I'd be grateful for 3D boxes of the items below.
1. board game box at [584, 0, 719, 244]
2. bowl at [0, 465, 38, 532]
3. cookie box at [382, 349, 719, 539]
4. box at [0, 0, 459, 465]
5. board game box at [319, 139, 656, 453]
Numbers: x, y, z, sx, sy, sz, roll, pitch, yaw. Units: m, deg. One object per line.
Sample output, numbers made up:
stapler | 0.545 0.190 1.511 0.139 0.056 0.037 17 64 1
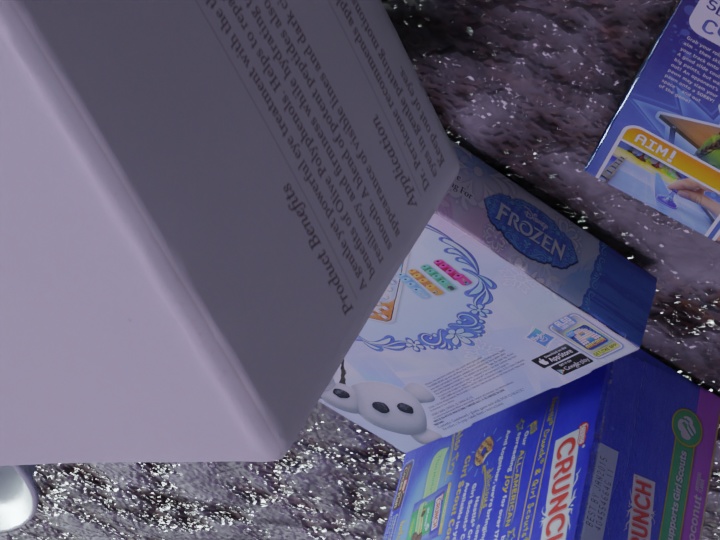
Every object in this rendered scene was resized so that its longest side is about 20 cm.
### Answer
board game box | 0.194 -0.036 0.680 0.200 0.035 0.135 29 149 3
bowl | -0.267 0.067 1.088 0.200 0.091 0.201 14 150 8
cookie box | 0.084 0.149 0.943 0.075 0.172 0.200 27 149 -19
box | -0.109 -0.054 0.680 0.199 0.172 0.199 -6 127 35
board game box | 0.000 0.000 0.873 0.199 0.043 0.200 32 148 -19
